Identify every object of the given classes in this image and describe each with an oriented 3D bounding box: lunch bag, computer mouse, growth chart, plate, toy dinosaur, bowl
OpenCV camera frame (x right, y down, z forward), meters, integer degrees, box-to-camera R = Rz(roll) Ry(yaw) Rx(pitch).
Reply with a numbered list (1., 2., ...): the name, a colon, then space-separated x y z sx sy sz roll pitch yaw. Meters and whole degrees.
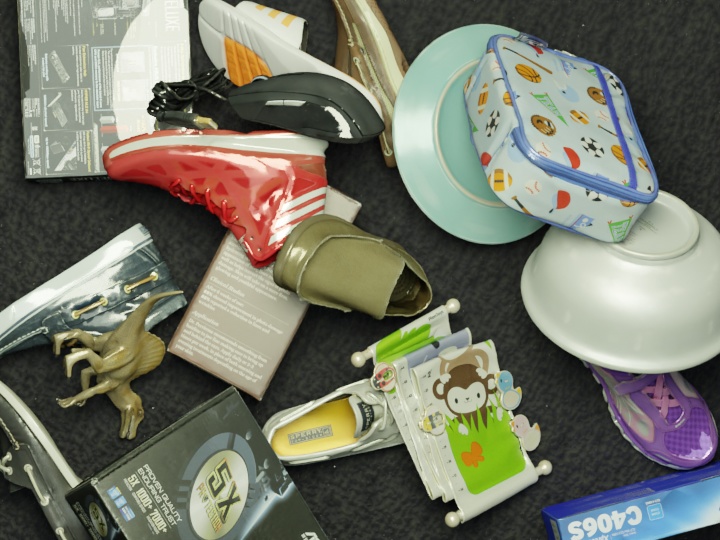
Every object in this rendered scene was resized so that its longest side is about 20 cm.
1. lunch bag: 0.176 -0.120 1.568 0.159 0.201 0.076 16 129 -20
2. computer mouse: -0.084 -0.147 1.552 0.198 0.140 0.047 17 114 24
3. growth chart: 0.089 0.128 1.641 0.144 0.018 0.201 -34 100 -28
4. plate: 0.123 -0.125 1.648 0.198 0.026 0.203 1 87 -24
5. toy dinosaur: -0.218 0.071 1.600 0.100 0.201 0.058 -6 49 -23
6. bowl: 0.245 -0.010 1.595 0.199 0.202 0.091 1 130 -3

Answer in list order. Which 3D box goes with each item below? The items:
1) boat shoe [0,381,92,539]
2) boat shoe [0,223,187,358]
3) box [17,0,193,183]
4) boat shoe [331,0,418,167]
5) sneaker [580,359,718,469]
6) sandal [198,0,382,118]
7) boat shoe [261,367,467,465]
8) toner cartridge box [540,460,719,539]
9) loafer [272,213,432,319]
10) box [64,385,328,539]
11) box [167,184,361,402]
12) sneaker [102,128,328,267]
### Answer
1. boat shoe: -0.291 0.183 1.631 0.060 0.074 0.201 -38 99 -8
2. boat shoe: -0.257 0.048 1.635 0.199 0.071 0.091 -33 92 -3
3. box: -0.232 -0.185 1.653 0.156 0.050 0.202 -3 89 -3
4. boat shoe: 0.003 -0.188 1.655 0.074 0.075 0.204 -29 90 3
5. sneaker: 0.257 0.099 1.651 0.080 0.088 0.201 -37 91 -5
6. sandal: -0.057 -0.189 1.646 0.206 0.080 0.059 31 52 16
7. boat shoe: 0.005 0.131 1.645 0.198 0.070 0.072 -15 89 -3
8. toner cartridge box: 0.270 0.216 1.644 0.198 0.095 0.044 -15 90 -3
9. loafer: 0.000 0.000 1.589 0.067 0.199 0.077 29 104 33
10. box: -0.136 0.234 1.597 0.163 0.086 0.201 -31 90 -30
11. box: -0.087 0.006 1.644 0.099 0.075 0.201 28 89 -1
12. sneaker: -0.125 -0.061 1.574 0.198 0.078 0.117 -3 84 2
